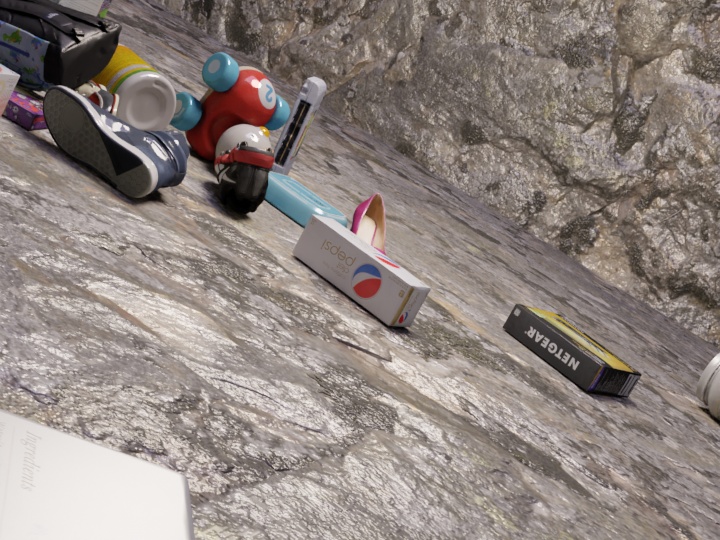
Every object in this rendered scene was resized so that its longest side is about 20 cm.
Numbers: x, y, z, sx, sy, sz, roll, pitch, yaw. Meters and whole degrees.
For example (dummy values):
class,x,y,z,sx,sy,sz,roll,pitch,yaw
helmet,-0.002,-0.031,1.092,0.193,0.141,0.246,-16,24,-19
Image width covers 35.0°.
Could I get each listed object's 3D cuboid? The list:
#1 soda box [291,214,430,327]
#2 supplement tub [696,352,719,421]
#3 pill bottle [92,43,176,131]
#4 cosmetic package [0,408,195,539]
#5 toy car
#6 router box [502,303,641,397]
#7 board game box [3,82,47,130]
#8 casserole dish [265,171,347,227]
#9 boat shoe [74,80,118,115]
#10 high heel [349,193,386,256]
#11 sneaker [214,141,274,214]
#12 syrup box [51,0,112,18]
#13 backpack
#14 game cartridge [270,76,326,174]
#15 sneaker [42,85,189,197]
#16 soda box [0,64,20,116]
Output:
class,x,y,z,sx,sy,sz,roll,pitch,yaw
soda box,0.000,0.000,1.626,0.199,0.069,0.063,36,13,27
supplement tub,0.763,0.253,2.194,0.144,0.146,0.200,16,18,-48
pill bottle,-0.390,-0.301,1.845,0.111,0.112,0.200,16,18,-46
cosmetic package,-0.173,0.145,0.389,0.198,0.166,0.165,24,13,-19
toy car,-0.192,-0.225,1.912,0.184,0.177,0.201,32,17,-53
router box,0.361,0.137,1.951,0.200,0.053,0.157,38,15,36
board game box,-0.514,-0.256,1.581,0.199,0.032,0.120,30,16,2
casserole dish,-0.100,-0.114,1.939,0.199,0.039,0.121,37,15,28
boat shoe,-0.403,-0.245,1.686,0.062,0.072,0.200,19,13,-28
high heel,0.023,-0.061,1.865,0.067,0.097,0.200,26,12,-12
sneaker,-0.187,-0.134,1.744,0.070,0.099,0.200,12,-6,-19
syrup box,-0.466,-0.385,1.797,0.081,0.201,0.079,18,16,-38
backpack,-0.479,-0.337,1.673,0.199,0.155,0.163,31,35,6
game cartridge,-0.118,-0.255,2.082,0.041,0.201,0.133,25,12,-5
sneaker,-0.324,-0.179,1.549,0.202,0.077,0.146,41,25,9
soda box,-0.499,-0.230,1.394,0.063,0.069,0.200,30,11,6
